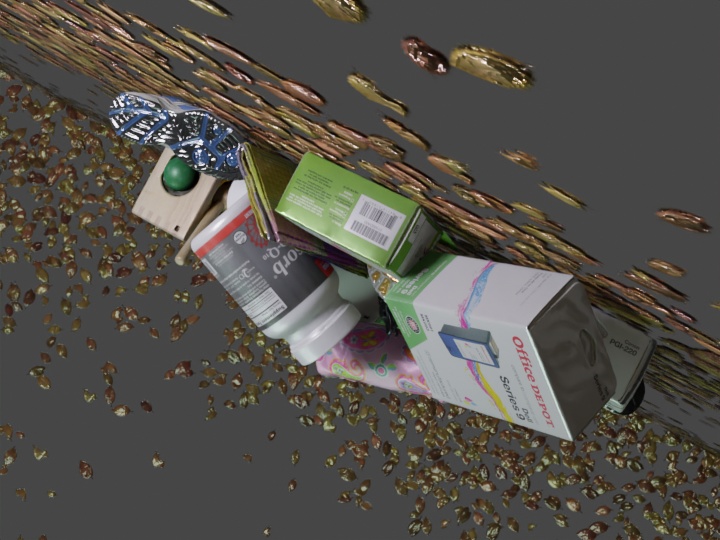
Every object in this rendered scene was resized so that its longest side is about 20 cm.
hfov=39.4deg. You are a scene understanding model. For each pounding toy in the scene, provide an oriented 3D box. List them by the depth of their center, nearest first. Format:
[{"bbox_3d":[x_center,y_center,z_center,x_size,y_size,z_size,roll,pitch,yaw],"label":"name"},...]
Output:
[{"bbox_3d":[-0.213,-0.096,1.414,0.142,0.185,0.200,27,178,24],"label":"pounding toy"}]

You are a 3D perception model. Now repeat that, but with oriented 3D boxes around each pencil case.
[{"bbox_3d":[0.036,0.116,1.308,0.199,0.088,0.087,9,170,24],"label":"pencil case"}]

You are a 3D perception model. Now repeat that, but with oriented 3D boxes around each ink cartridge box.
[{"bbox_3d":[0.139,0.070,1.006,0.200,0.087,0.146,10,135,48],"label":"ink cartridge box"},{"bbox_3d":[0.017,-0.042,1.118,0.147,0.076,0.200,28,177,24],"label":"ink cartridge box"},{"bbox_3d":[0.256,0.092,1.158,0.145,0.085,0.200,28,176,17],"label":"ink cartridge box"}]

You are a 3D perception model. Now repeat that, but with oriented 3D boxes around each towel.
[{"bbox_3d":[-0.063,-0.069,1.194,0.200,0.023,0.144,20,-139,-50],"label":"towel"}]

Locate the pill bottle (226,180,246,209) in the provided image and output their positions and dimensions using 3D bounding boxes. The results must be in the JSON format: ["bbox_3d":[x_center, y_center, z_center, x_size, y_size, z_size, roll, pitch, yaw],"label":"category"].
[{"bbox_3d":[-0.093,-0.070,1.388,0.115,0.116,0.200,27,178,30],"label":"pill bottle"}]

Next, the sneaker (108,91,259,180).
[{"bbox_3d":[-0.203,-0.172,1.224,0.199,0.076,0.077,26,-156,10],"label":"sneaker"}]

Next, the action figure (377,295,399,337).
[{"bbox_3d":[0.130,0.035,1.271,0.199,0.103,0.119,-3,176,-21],"label":"action figure"}]

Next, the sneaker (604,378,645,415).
[{"bbox_3d":[0.332,0.132,1.494,0.200,0.076,0.115,41,178,-26],"label":"sneaker"}]

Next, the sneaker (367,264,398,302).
[{"bbox_3d":[0.101,0.022,1.184,0.200,0.076,0.088,32,-139,20],"label":"sneaker"}]

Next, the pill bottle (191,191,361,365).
[{"bbox_3d":[-0.097,0.008,1.199,0.200,0.116,0.116,50,175,-7],"label":"pill bottle"}]

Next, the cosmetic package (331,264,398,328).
[{"bbox_3d":[0.000,0.000,1.334,0.199,0.108,0.085,17,-141,-35],"label":"cosmetic package"}]
